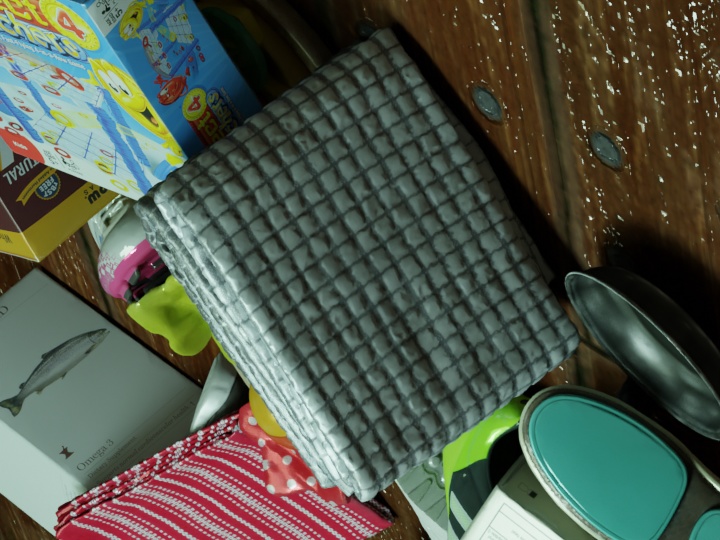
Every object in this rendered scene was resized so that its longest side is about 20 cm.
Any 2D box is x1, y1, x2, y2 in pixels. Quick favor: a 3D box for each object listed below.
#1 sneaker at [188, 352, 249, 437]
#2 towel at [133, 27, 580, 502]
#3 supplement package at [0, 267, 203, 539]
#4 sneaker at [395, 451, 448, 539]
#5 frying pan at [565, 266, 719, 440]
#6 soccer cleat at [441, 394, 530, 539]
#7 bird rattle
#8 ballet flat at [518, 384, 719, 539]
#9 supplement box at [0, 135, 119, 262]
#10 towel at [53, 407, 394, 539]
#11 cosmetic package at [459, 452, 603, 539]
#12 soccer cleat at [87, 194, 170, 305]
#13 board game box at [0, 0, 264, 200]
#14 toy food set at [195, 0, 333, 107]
[{"bbox_3d":[-0.067,0.127,1.991,0.082,0.077,0.200,12,146,12],"label":"sneaker"},{"bbox_3d":[0.000,0.000,1.533,0.200,0.165,0.086,56,157,-6],"label":"towel"},{"bbox_3d":[-0.198,0.114,2.109,0.200,0.117,0.118,34,152,30],"label":"supplement package"},{"bbox_3d":[0.047,0.117,1.754,0.200,0.076,0.080,62,163,-23],"label":"sneaker"},{"bbox_3d":[0.159,0.058,1.516,0.115,0.031,0.190,39,167,33],"label":"frying pan"},{"bbox_3d":[0.085,0.166,1.687,0.081,0.067,0.201,11,109,59],"label":"soccer cleat"},{"bbox_3d":[-0.048,0.075,1.768,0.163,0.112,0.201,39,155,59],"label":"bird rattle"},{"bbox_3d":[0.167,0.128,1.547,0.200,0.070,0.069,36,155,1],"label":"ballet flat"},{"bbox_3d":[-0.243,-0.133,1.801,0.197,0.133,0.200,12,137,53],"label":"supplement box"},{"bbox_3d":[-0.094,0.168,1.969,0.144,0.023,0.200,36,134,-27],"label":"towel"},{"bbox_3d":[0.083,0.199,1.618,0.103,0.087,0.200,37,121,8],"label":"cosmetic package"},{"bbox_3d":[-0.142,-0.026,1.810,0.086,0.070,0.200,53,177,5],"label":"soccer cleat"},{"bbox_3d":[-0.154,-0.120,1.583,0.200,0.056,0.196,21,155,40],"label":"board game box"},{"bbox_3d":[-0.071,-0.098,1.660,0.200,0.049,0.198,13,138,54],"label":"toy food set"}]
